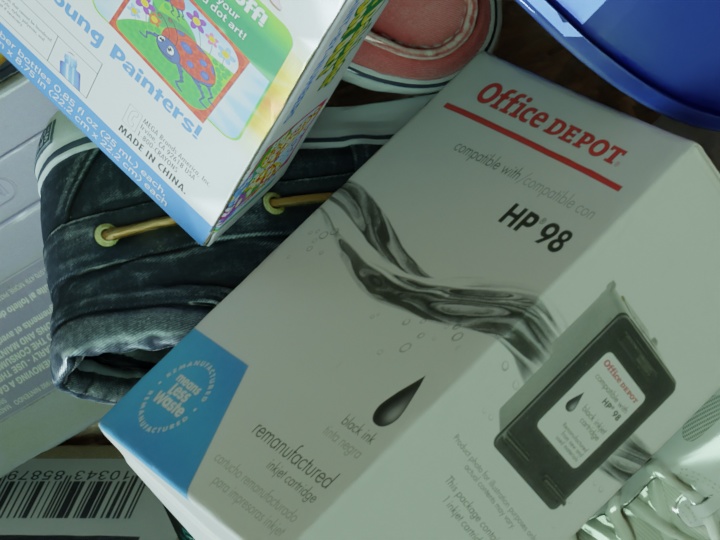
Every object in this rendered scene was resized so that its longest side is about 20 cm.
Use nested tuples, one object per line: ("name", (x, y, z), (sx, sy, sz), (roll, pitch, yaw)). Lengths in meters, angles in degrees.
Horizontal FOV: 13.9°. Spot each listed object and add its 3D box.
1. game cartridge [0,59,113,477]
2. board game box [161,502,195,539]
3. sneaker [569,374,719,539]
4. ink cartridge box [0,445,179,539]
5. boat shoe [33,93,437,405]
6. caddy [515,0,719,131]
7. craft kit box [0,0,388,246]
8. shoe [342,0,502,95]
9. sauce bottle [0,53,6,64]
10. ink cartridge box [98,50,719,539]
("game cartridge", (-0.110, -0.005, 0.982), (0.199, 0.039, 0.130), (-29, 127, 19))
("board game box", (0.018, 0.102, 0.982), (0.028, 0.135, 0.201), (18, 136, 55))
("sneaker", (0.064, 0.093, 0.826), (0.200, 0.116, 0.076), (-27, 114, 32))
("ink cartridge box", (-0.129, 0.137, 1.019), (0.199, 0.165, 0.075), (-2, 125, 17))
("boat shoe", (0.000, 0.000, 0.905), (0.199, 0.091, 0.071), (0, 151, -6))
("caddy", (0.058, -0.127, 0.823), (0.200, 0.142, 0.105), (42, 119, -9))
("craft kit box", (-0.074, -0.128, 0.793), (0.200, 0.049, 0.198), (44, 150, 5))
("shoe", (-0.031, -0.128, 0.867), (0.200, 0.091, 0.072), (44, 85, -8))
("sauce bottle", (-0.168, -0.056, 0.924), (0.200, 0.065, 0.065), (-44, 103, -1))
("ink cartridge box", (0.036, 0.012, 0.822), (0.200, 0.116, 0.067), (-44, 122, -10))
